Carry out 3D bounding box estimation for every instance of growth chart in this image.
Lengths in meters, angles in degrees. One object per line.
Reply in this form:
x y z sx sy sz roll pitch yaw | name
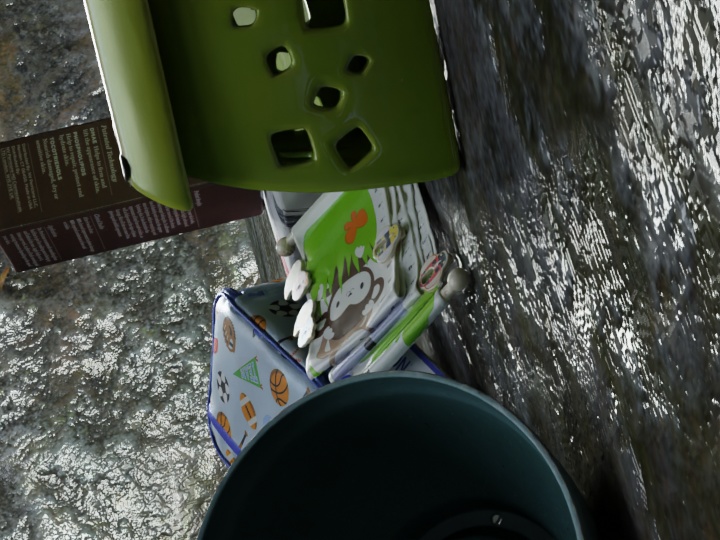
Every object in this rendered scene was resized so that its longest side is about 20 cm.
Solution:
0.000 0.000 1.052 0.145 0.018 0.201 -51 32 22 | growth chart

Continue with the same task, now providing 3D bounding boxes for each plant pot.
-0.063 -0.140 0.952 0.200 0.179 0.201 -134 31 -76 | plant pot
0.036 0.161 0.796 0.134 0.199 0.202 31 -142 -58 | plant pot

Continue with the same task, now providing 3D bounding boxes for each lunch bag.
-0.042 0.110 1.180 0.200 0.075 0.162 44 134 48 | lunch bag

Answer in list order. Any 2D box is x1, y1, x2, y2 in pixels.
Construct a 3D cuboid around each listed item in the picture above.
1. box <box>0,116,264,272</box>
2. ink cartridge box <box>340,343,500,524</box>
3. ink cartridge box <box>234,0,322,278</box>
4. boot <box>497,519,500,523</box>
-0.174 -0.066 1.239 0.100 0.198 0.076 95 162 -73 | box
0.004 0.152 0.972 0.047 0.200 0.198 40 -179 -34 | ink cartridge box
-0.033 -0.090 1.221 0.201 0.083 0.146 82 171 -50 | ink cartridge box
0.058 0.210 1.003 0.074 0.095 0.201 86 169 -57 | boot
